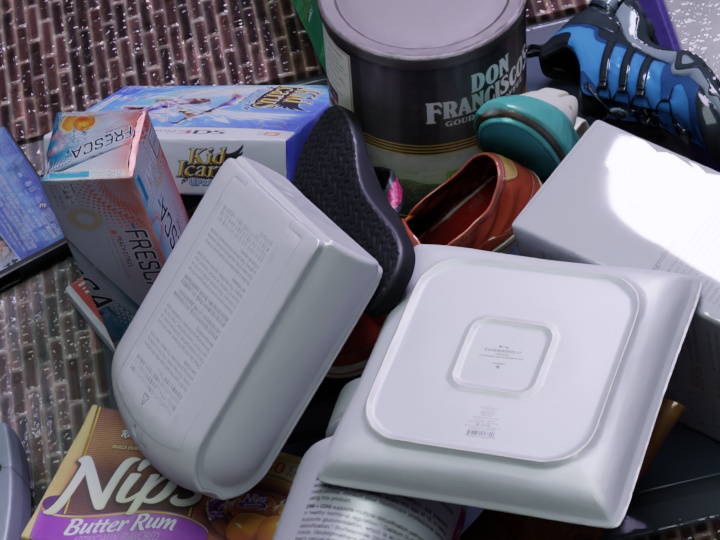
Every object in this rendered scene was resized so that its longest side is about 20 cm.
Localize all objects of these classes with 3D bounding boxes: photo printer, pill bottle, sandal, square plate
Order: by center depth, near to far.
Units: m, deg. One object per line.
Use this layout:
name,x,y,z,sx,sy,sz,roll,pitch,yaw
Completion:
square plate,0.092,0.061,1.534,0.199,0.028,0.198,7,51,23
pill bottle,0.002,0.175,1.561,0.113,0.113,0.200,9,60,19
photo printer,-0.084,0.043,1.625,0.200,0.069,0.166,-60,35,8
sandal,0.002,-0.036,1.658,0.075,0.045,0.200,-55,35,25

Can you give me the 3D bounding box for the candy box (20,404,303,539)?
candy box,-0.114,0.171,1.667,0.200,0.057,0.117,14,56,20

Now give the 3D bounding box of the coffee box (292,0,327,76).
coffee box,0.008,-0.222,1.933,0.123,0.044,0.200,-3,45,-21

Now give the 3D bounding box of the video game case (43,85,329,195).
video game case,-0.116,-0.099,1.819,0.181,0.046,0.200,2,16,12

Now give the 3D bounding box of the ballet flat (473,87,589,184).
ballet flat,0.131,-0.086,1.724,0.067,0.200,0.071,11,68,27

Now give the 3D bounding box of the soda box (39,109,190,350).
soda box,-0.160,-0.024,1.714,0.068,0.200,0.064,-2,51,13

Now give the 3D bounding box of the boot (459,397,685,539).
boot,0.154,0.173,1.566,0.188,0.068,0.200,27,83,42

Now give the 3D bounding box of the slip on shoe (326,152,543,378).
slip on shoe,0.037,-0.006,1.669,0.200,0.061,0.074,-41,44,5

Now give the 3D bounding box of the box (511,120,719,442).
box,0.219,0.015,1.656,0.200,0.152,0.106,27,64,28

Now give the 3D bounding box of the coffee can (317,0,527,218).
coffee can,0.048,-0.127,1.765,0.146,0.200,0.147,-2,47,2

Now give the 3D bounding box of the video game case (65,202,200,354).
video game case,-0.099,0.006,1.819,0.200,0.017,0.143,-33,53,-15

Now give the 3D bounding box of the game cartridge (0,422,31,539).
game cartridge,-0.293,0.199,1.680,0.133,0.040,0.200,-11,49,22

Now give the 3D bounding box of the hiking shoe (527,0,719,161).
hiking shoe,0.209,-0.129,1.836,0.087,0.074,0.200,-35,43,-6

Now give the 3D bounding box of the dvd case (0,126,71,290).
dvd case,-0.330,-0.020,1.888,0.200,0.018,0.143,-28,52,-12
